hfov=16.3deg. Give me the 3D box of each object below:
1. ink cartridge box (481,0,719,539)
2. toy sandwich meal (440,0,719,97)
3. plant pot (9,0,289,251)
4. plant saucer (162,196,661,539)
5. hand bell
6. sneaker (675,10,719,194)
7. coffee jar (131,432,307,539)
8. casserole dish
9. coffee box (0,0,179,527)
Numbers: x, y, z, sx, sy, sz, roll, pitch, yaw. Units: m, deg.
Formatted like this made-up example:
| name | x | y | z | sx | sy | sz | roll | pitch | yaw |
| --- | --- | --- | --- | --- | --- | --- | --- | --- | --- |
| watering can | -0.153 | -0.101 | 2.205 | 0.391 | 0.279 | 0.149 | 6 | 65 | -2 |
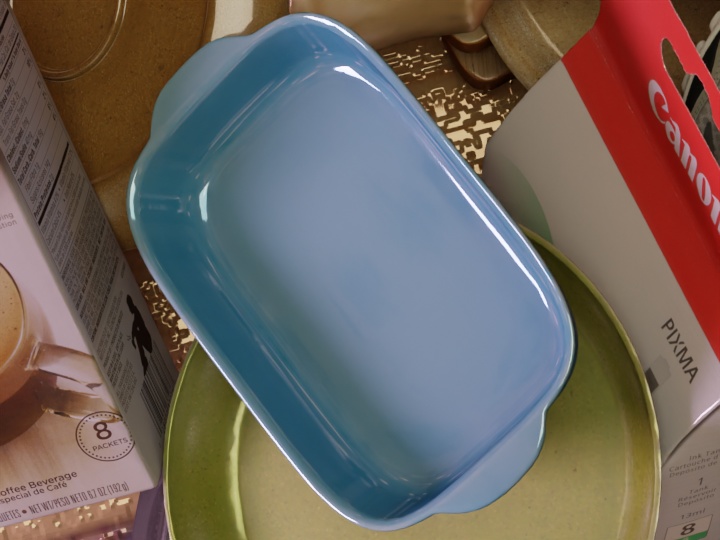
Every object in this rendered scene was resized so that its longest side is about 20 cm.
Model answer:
| name | x | y | z | sx | sy | sz | roll | pitch | yaw |
| --- | --- | --- | --- | --- | --- | --- | --- | --- | --- |
| ink cartridge box | 0.096 | -0.006 | 0.922 | 0.050 | 0.200 | 0.161 | -17 | 58 | -11 |
| toy sandwich meal | 0.121 | -0.130 | 1.038 | 0.204 | 0.070 | 0.206 | 2 | 79 | -8 |
| plant pot | -0.111 | -0.107 | 1.000 | 0.200 | 0.027 | 0.201 | -2 | 86 | 35 |
| plant saucer | 0.020 | 0.074 | 0.928 | 0.199 | 0.031 | 0.201 | -2 | 85 | 25 |
| hand bell | 0.077 | -0.119 | 0.954 | 0.199 | 0.104 | 0.105 | 0 | 86 | 6 |
| sneaker | 0.185 | -0.084 | 0.880 | 0.074 | 0.087 | 0.200 | 39 | 105 | -18 |
| coffee jar | 0.007 | 0.117 | 1.011 | 0.199 | 0.085 | 0.105 | 9 | 85 | 1 |
| casserole dish | 0.000 | 0.000 | 0.904 | 0.121 | 0.039 | 0.200 | -44 | 71 | 17 |
| coffee box | -0.159 | -0.004 | 0.949 | 0.113 | 0.080 | 0.200 | -16 | 118 | 14 |
